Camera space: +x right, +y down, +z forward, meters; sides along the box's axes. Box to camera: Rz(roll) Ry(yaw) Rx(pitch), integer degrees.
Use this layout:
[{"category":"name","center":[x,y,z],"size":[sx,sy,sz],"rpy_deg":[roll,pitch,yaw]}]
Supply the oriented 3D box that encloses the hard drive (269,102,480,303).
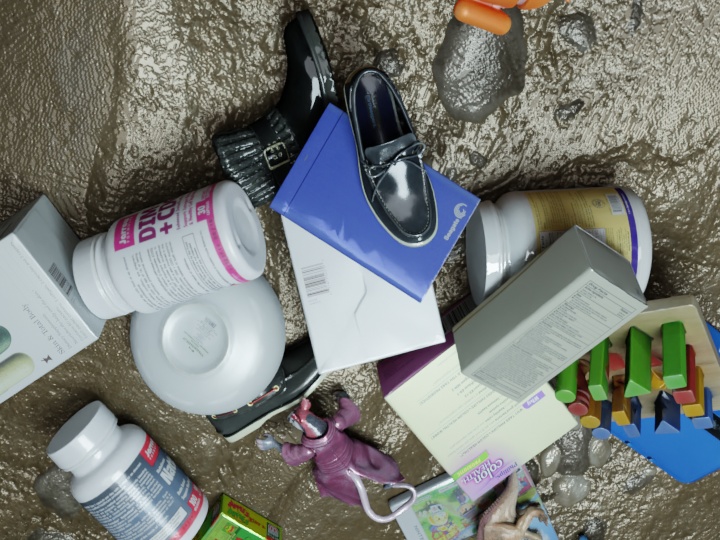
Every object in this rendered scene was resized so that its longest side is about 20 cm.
[{"category":"hard drive","center":[0.016,-0.074,1.025],"size":[0.198,0.025,0.133],"rpy_deg":[32,90,-1]}]

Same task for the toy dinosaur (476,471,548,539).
[{"category":"toy dinosaur","center":[0.188,0.374,1.271],"size":[0.132,0.086,0.204],"rpy_deg":[-4,105,4]}]

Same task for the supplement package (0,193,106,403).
[{"category":"supplement package","center":[-0.416,0.045,1.076],"size":[0.198,0.151,0.153],"rpy_deg":[-32,110,6]}]

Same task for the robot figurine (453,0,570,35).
[{"category":"robot figurine","center":[0.146,-0.350,1.013],"size":[0.196,0.117,0.147],"rpy_deg":[7,65,-8]}]

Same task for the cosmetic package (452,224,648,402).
[{"category":"cosmetic package","center":[0.208,0.053,1.039],"size":[0.103,0.074,0.200],"rpy_deg":[28,124,-30]}]

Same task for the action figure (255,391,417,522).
[{"category":"action figure","center":[-0.038,0.239,1.183],"size":[0.133,0.149,0.201],"rpy_deg":[-39,134,-4]}]

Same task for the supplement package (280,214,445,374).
[{"category":"supplement package","center":[0.000,0.000,1.095],"size":[0.153,0.111,0.204],"rpy_deg":[-14,91,-1]}]

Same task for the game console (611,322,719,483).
[{"category":"game console","center":[0.451,0.178,1.283],"size":[0.198,0.118,0.173],"rpy_deg":[34,72,-16]}]

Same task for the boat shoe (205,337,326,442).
[{"category":"boat shoe","center":[-0.114,0.141,1.182],"size":[0.200,0.074,0.063],"rpy_deg":[-35,117,12]}]

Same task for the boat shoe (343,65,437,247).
[{"category":"boat shoe","center":[0.031,-0.122,0.983],"size":[0.073,0.062,0.204],"rpy_deg":[-18,91,-3]}]

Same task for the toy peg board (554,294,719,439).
[{"category":"toy peg board","center":[0.336,0.147,1.137],"size":[0.197,0.099,0.200],"rpy_deg":[-12,131,30]}]

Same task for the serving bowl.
[{"category":"serving bowl","center":[-0.192,0.079,1.124],"size":[0.196,0.066,0.205],"rpy_deg":[0,92,5]}]

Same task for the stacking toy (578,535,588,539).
[{"category":"stacking toy","center":[0.254,0.472,1.332],"size":[0.196,0.117,0.111],"rpy_deg":[-15,113,12]}]

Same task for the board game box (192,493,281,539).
[{"category":"board game box","center":[-0.205,0.419,1.285],"size":[0.101,0.048,0.201],"rpy_deg":[33,103,-16]}]

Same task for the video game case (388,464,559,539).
[{"category":"video game case","center":[0.164,0.359,1.315],"size":[0.197,0.022,0.184],"rpy_deg":[-26,110,3]}]

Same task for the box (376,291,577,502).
[{"category":"box","center":[0.150,0.161,1.204],"size":[0.175,0.097,0.201],"rpy_deg":[-38,108,8]}]

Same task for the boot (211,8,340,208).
[{"category":"boot","center":[-0.101,-0.179,1.067],"size":[0.155,0.080,0.215],"rpy_deg":[-12,111,-1]}]

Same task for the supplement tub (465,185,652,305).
[{"category":"supplement tub","center":[0.235,-0.025,1.121],"size":[0.195,0.146,0.148],"rpy_deg":[-3,110,-4]}]

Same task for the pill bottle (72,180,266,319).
[{"category":"pill bottle","center":[-0.216,-0.018,1.048],"size":[0.196,0.114,0.115],"rpy_deg":[-18,111,14]}]

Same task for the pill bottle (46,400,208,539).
[{"category":"pill bottle","center":[-0.299,0.270,1.185],"size":[0.119,0.120,0.201],"rpy_deg":[-36,109,7]}]
